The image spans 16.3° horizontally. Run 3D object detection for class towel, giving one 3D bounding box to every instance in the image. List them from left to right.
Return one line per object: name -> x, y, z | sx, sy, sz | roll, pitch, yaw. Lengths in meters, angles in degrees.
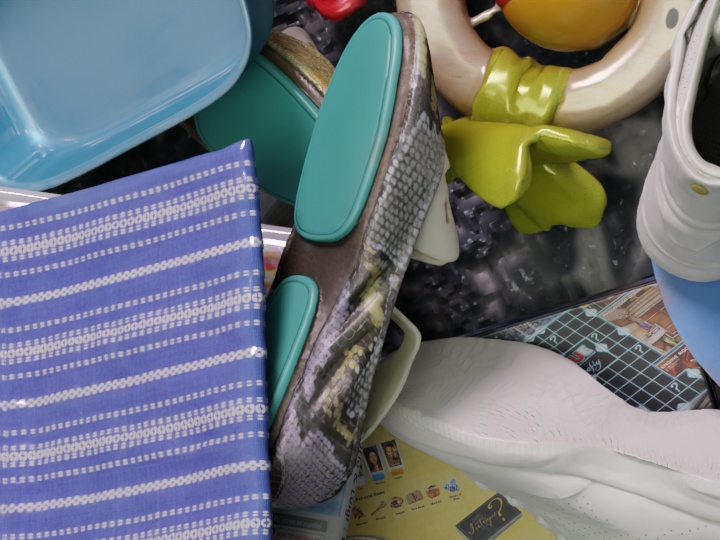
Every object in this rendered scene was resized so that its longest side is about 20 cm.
towel -> -0.095, 0.059, 0.978 | 0.145, 0.024, 0.200 | -13, 72, 35

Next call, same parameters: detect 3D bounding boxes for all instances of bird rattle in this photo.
bird rattle -> 0.062, -0.116, 1.049 | 0.163, 0.113, 0.200 | -28, 74, 7

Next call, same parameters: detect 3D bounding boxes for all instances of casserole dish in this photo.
casserole dish -> -0.110, -0.109, 1.037 | 0.200, 0.039, 0.121 | -24, 93, 41

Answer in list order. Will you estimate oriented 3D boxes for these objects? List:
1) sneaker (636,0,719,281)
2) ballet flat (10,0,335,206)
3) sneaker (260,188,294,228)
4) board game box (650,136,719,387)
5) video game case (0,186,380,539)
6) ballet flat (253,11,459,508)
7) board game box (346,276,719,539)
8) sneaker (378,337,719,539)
sneaker -> 0.167, -0.100, 0.953 | 0.074, 0.116, 0.200 | 22, 73, 8
ballet flat -> -0.059, -0.088, 1.076 | 0.200, 0.071, 0.071 | 27, 104, 25
sneaker -> -0.088, 0.023, 1.108 | 0.080, 0.070, 0.200 | 43, 101, 30
board game box -> 0.214, -0.019, 1.008 | 0.200, 0.039, 0.158 | -21, 72, -1
video game case -> -0.097, 0.063, 1.034 | 0.200, 0.024, 0.182 | 8, 77, 12
ballet flat -> 0.000, 0.000, 0.985 | 0.072, 0.072, 0.200 | 20, 89, 15
board game box -> 0.064, 0.092, 1.084 | 0.200, 0.035, 0.136 | -17, 91, 19
sneaker -> 0.092, 0.091, 1.026 | 0.200, 0.075, 0.089 | 17, 127, 22
